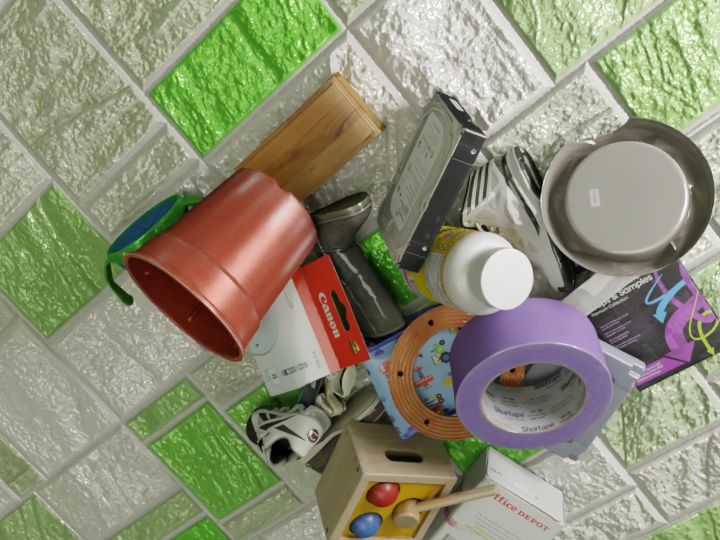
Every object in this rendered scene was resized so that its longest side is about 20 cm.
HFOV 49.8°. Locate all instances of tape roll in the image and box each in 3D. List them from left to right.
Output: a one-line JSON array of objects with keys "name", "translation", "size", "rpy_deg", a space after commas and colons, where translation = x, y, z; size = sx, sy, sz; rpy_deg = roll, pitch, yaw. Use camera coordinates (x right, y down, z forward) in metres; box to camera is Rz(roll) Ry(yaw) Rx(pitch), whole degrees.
[{"name": "tape roll", "translation": [0.219, 0.137, 1.013], "size": [0.199, 0.085, 0.201], "rpy_deg": [0, 128, -1]}]

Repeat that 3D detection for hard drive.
[{"name": "hard drive", "translation": [0.084, -0.115, 1.002], "size": [0.038, 0.140, 0.201], "rpy_deg": [14, 118, -20]}]

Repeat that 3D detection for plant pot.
[{"name": "plant pot", "translation": [-0.172, -0.019, 1.031], "size": [0.200, 0.195, 0.201], "rpy_deg": [32, 155, 17]}]

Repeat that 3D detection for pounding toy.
[{"name": "pounding toy", "translation": [0.064, 0.330, 1.165], "size": [0.199, 0.142, 0.185], "rpy_deg": [9, 123, -23]}]

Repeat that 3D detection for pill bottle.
[{"name": "pill bottle", "translation": [0.135, -0.001, 0.997], "size": [0.104, 0.200, 0.105], "rpy_deg": [-3, 98, -22]}]

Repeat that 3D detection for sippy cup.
[{"name": "sippy cup", "translation": [-0.276, -0.019, 1.138], "size": [0.177, 0.140, 0.131], "rpy_deg": [-18, 119, 39]}]

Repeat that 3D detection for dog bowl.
[{"name": "dog bowl", "translation": [0.327, -0.084, 0.958], "size": [0.199, 0.059, 0.201], "rpy_deg": [-5, 76, 20]}]

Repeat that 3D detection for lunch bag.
[{"name": "lunch bag", "translation": [0.119, 0.131, 1.134], "size": [0.199, 0.094, 0.151], "rpy_deg": [-24, 103, 11]}]

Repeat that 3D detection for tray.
[{"name": "tray", "translation": [-0.072, -0.168, 1.074], "size": [0.200, 0.037, 0.099], "rpy_deg": [-38, 100, 23]}]

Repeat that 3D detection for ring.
[{"name": "ring", "translation": [0.135, 0.142, 1.096], "size": [0.199, 0.019, 0.202], "rpy_deg": [-2, 100, -9]}]

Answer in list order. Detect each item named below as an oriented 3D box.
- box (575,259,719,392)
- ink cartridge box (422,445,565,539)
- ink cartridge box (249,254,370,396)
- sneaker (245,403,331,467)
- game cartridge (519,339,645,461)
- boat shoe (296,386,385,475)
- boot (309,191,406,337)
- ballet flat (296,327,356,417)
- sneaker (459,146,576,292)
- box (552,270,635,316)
[{"name": "box", "translation": [0.390, 0.053, 1.059], "size": [0.143, 0.036, 0.200], "rpy_deg": [-33, 100, 23]}, {"name": "ink cartridge box", "translation": [0.204, 0.397, 1.218], "size": [0.144, 0.085, 0.200], "rpy_deg": [32, 117, -2]}, {"name": "ink cartridge box", "translation": [-0.090, 0.083, 1.115], "size": [0.200, 0.047, 0.161], "rpy_deg": [-25, 87, 46]}, {"name": "sneaker", "translation": [-0.135, 0.262, 1.207], "size": [0.074, 0.089, 0.200], "rpy_deg": [45, 144, -17]}, {"name": "game cartridge", "translation": [0.297, 0.175, 1.112], "size": [0.133, 0.041, 0.201], "rpy_deg": [26, 124, 4]}, {"name": "boat shoe", "translation": [-0.020, 0.256, 1.220], "size": [0.059, 0.072, 0.200], "rpy_deg": [39, 118, -13]}, {"name": "boot", "translation": [0.002, -0.001, 1.078], "size": [0.201, 0.072, 0.182], "rpy_deg": [63, 154, -8]}, {"name": "ballet flat", "translation": [-0.046, 0.178, 1.177], "size": [0.073, 0.073, 0.201], "rpy_deg": [25, 122, 2]}, {"name": "sneaker", "translation": [0.206, -0.053, 1.041], "size": [0.115, 0.076, 0.201], "rpy_deg": [-23, 91, 31]}, {"name": "box", "translation": [0.302, 0.029, 1.031], "size": [0.041, 0.039, 0.200], "rpy_deg": [44, 115, -3]}]
